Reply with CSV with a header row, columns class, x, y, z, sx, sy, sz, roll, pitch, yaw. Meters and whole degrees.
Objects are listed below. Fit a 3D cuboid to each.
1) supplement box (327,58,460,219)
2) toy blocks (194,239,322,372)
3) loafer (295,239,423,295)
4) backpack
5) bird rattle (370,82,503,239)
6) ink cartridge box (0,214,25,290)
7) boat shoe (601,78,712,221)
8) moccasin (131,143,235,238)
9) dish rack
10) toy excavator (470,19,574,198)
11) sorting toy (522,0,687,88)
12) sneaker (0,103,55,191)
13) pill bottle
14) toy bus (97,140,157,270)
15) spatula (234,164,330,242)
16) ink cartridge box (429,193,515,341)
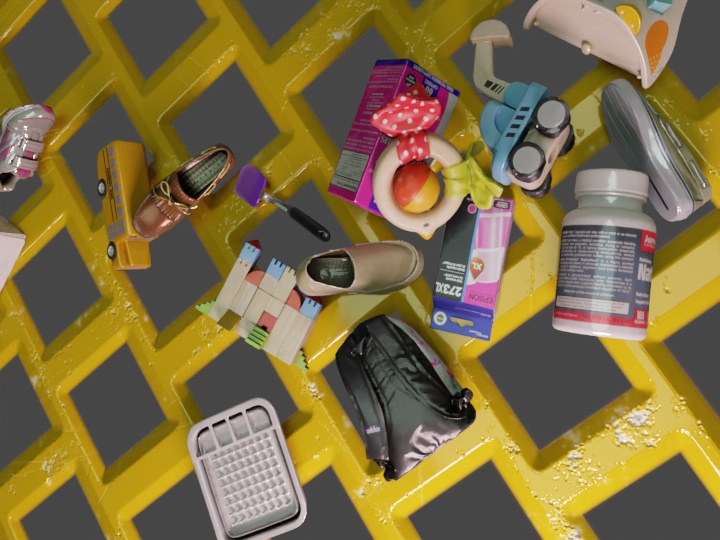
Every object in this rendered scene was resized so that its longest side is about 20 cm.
class,x,y,z,sx,sy,sz,roll,pitch,yaw
supplement box,0.045,-0.182,0.873,0.103,0.099,0.205,31,101,59
toy blocks,-0.137,0.046,0.950,0.196,0.100,0.139,29,87,6
loafer,0.000,0.000,0.895,0.193,0.068,0.078,-11,85,-2
backpack,0.050,0.164,0.861,0.165,0.127,0.202,-36,76,1
bird rattle,0.084,-0.130,0.796,0.197,0.113,0.165,29,108,-25
ink cartridge box,-0.752,-0.057,1.151,0.197,0.084,0.147,34,97,16
boat shoe,0.387,-0.164,0.807,0.061,0.072,0.205,-23,83,-10
moccasin,-0.284,-0.127,0.984,0.199,0.078,0.075,-35,99,-4
dish rack,-0.175,0.318,0.968,0.168,0.043,0.205,-24,80,14
toy excavator,0.206,-0.231,0.853,0.198,0.099,0.198,32,96,25
sorting toy,0.347,-0.374,0.805,0.199,0.108,0.180,38,76,27
sneaker,-0.622,-0.220,1.125,0.199,0.081,0.089,-40,78,21
pill bottle,0.315,-0.020,0.787,0.116,0.119,0.207,6,89,17
toy bus,-0.393,-0.107,1.036,0.077,0.064,0.207,-17,81,36
spatula,-0.126,-0.104,0.983,0.197,0.020,0.058,33,109,14
ink cartridge box,0.159,-0.008,0.882,0.092,0.037,0.207,11,93,18
